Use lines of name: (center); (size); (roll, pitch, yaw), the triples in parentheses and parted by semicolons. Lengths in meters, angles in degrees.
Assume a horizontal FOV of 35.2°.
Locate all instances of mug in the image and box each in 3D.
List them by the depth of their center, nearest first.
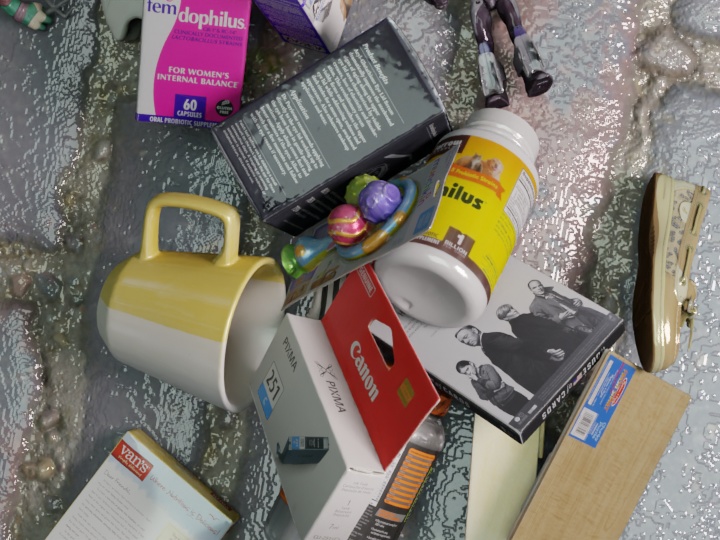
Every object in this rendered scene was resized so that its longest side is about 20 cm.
mug: (-0.165, 0.029, 1.106); (0.152, 0.149, 0.188); (12, 84, 17)

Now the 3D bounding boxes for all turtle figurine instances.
turtle figurine: (-0.385, -0.324, 1.173); (0.198, 0.101, 0.151); (-11, 86, 13)

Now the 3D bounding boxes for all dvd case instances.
dvd case: (0.118, 0.053, 1.047); (0.199, 0.025, 0.150); (32, 65, 35)

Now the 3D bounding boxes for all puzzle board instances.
puzzle board: (0.220, 0.182, 1.051); (0.017, 0.150, 0.201); (27, 91, 50)

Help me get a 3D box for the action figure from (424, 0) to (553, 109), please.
action figure: (0.129, -0.263, 1.111); (0.129, 0.069, 0.202); (-19, 81, 16)

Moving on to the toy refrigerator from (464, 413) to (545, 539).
toy refrigerator: (0.141, 0.169, 1.083); (0.069, 0.076, 0.202); (5, 87, 8)

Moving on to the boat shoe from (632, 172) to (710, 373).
boat shoe: (0.291, 0.000, 1.048); (0.062, 0.073, 0.202); (9, 66, 2)

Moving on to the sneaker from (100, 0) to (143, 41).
sneaker: (-0.172, -0.283, 1.157); (0.198, 0.078, 0.100); (-12, 93, 15)

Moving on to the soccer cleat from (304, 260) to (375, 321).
soccer cleat: (0.000, 0.000, 1.117); (0.085, 0.069, 0.201); (27, 82, 36)

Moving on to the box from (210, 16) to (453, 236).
box: (-0.020, -0.131, 1.084); (0.199, 0.148, 0.105); (-31, 83, 4)

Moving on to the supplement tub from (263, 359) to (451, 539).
supplement tub: (0.001, 0.188, 1.077); (0.122, 0.123, 0.201); (27, 90, 8)

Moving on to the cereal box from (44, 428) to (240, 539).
cereal box: (-0.236, 0.282, 1.147); (0.144, 0.040, 0.200); (39, 92, 8)

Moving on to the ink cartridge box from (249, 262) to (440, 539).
ink cartridge box: (-0.023, 0.106, 0.991); (0.044, 0.201, 0.177); (13, 121, -31)

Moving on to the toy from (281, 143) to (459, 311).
toy: (-0.005, -0.048, 1.028); (0.047, 0.116, 0.199); (39, 135, -20)

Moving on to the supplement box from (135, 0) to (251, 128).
supplement box: (-0.156, -0.247, 1.080); (0.100, 0.104, 0.202); (5, 116, -8)

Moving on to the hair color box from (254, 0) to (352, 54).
hair color box: (-0.049, -0.284, 1.068); (0.064, 0.200, 0.110); (19, 90, 6)

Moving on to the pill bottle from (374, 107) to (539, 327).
pill bottle: (0.098, -0.054, 1.053); (0.109, 0.110, 0.201); (23, 59, 8)
